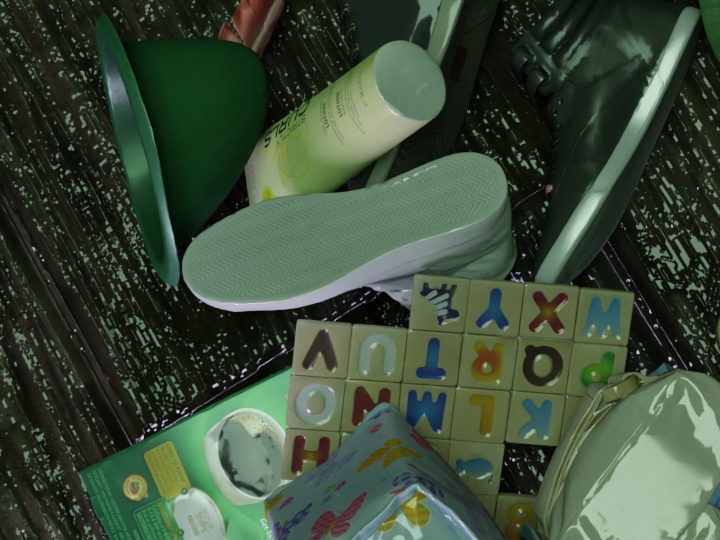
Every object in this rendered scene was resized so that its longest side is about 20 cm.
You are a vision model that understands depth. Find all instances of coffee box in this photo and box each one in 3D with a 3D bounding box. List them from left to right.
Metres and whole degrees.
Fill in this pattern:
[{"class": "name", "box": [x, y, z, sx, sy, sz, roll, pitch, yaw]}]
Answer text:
[{"class": "coffee box", "box": [-0.063, 0.137, 1.159, 0.200, 0.044, 0.123, -28, 80, 8]}]

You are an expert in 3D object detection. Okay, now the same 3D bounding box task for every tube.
[{"class": "tube", "box": [-0.022, -0.076, 1.120, 0.052, 0.200, 0.058, 42, 56, -12]}]

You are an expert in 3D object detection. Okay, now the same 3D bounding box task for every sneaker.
[{"class": "sneaker", "box": [0.000, 0.000, 1.123, 0.200, 0.116, 0.074, -14, 62, 6]}, {"class": "sneaker", "box": [0.015, -0.137, 1.170, 0.106, 0.075, 0.200, 20, 88, 26]}, {"class": "sneaker", "box": [0.128, -0.087, 1.135, 0.099, 0.071, 0.200, 24, 83, 16]}]

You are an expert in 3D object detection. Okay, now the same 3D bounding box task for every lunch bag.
[{"class": "lunch bag", "box": [0.050, 0.192, 1.036, 0.127, 0.170, 0.200, -38, 101, 2]}]

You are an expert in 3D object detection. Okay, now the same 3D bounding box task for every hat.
[{"class": "hat", "box": [-0.063, -0.107, 1.155, 0.176, 0.166, 0.200, -15, 110, -12]}]

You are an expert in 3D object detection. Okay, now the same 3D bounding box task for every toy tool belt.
[{"class": "toy tool belt", "box": [0.186, 0.105, 1.079, 0.125, 0.123, 0.200, 33, 83, 10]}]

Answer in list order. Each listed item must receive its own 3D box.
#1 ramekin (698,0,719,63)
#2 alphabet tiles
[{"class": "ramekin", "box": [0.293, -0.170, 1.057, 0.200, 0.098, 0.200, 0, 91, -15]}, {"class": "alphabet tiles", "box": [0.056, 0.085, 1.100, 0.200, 0.008, 0.167, 5, 104, -7]}]
